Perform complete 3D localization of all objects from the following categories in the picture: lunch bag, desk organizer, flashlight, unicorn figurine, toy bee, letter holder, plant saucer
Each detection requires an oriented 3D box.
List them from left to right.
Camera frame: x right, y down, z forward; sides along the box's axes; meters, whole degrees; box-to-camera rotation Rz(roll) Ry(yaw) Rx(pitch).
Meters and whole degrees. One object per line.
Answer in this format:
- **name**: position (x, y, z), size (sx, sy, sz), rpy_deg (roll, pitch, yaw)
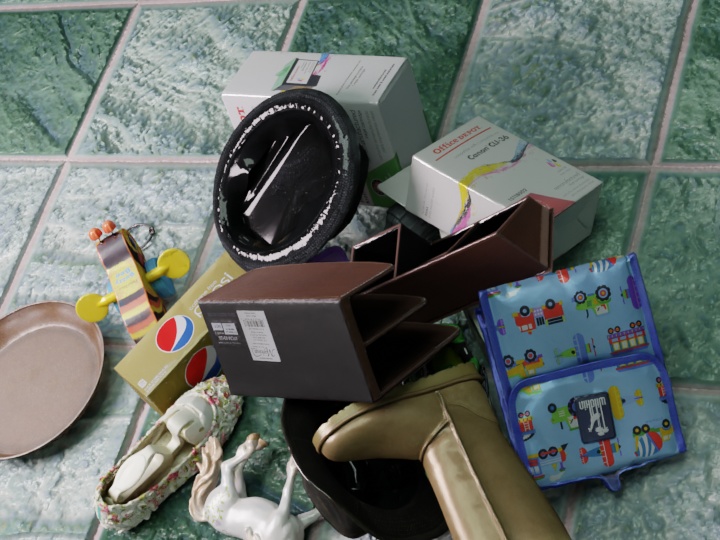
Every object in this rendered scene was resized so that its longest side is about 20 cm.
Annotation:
- **plant saucer**: position (-0.364, 0.125, 1.848), size (0.198, 0.032, 0.202), rpy_deg (-13, 53, 18)
- **toy bee**: position (-0.261, 0.004, 1.835), size (0.131, 0.109, 0.200), rpy_deg (-44, 49, -7)
- **unicorn figurine**: position (-0.091, 0.236, 1.614), size (0.199, 0.074, 0.138), rpy_deg (12, 70, 49)
- **letter holder**: position (-0.025, 0.042, 1.545), size (0.199, 0.102, 0.142), rpy_deg (-2, 24, 47)
- **flashlight**: position (0.000, 0.000, 1.729), size (0.200, 0.068, 0.068), rpy_deg (-46, 9, -5)
- **desk organizer**: position (0.083, -0.012, 1.586), size (0.199, 0.077, 0.072), rpy_deg (-25, 46, 39)
- **lunch bag**: position (0.201, 0.105, 1.531), size (0.149, 0.094, 0.202), rpy_deg (-14, 77, -1)

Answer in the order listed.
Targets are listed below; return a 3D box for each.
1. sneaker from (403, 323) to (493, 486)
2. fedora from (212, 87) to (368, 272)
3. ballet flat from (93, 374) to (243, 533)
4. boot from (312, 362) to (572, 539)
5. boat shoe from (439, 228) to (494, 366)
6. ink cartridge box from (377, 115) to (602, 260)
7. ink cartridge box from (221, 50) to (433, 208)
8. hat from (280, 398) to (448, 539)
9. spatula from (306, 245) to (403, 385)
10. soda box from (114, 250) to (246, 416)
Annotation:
- **sneaker**: position (0.090, 0.135, 1.564), size (0.077, 0.086, 0.201), rpy_deg (-8, 47, -19)
- **fedora**: position (-0.058, -0.085, 1.723), size (0.199, 0.091, 0.203), rpy_deg (-7, 79, 37)
- **ballet flat**: position (-0.194, 0.182, 1.699), size (0.075, 0.064, 0.200), rpy_deg (35, 76, 22)
- **boot**: position (0.072, 0.194, 1.464), size (0.174, 0.066, 0.201), rpy_deg (-22, 64, -7)
- **boat shoe**: position (0.136, 0.025, 1.655), size (0.071, 0.070, 0.202), rpy_deg (-21, 53, -3)
- **ink cartridge box**: position (0.126, -0.085, 1.681), size (0.199, 0.068, 0.116), rpy_deg (30, 42, 28)
- **ink cartridge box**: position (-0.032, -0.152, 1.799), size (0.198, 0.146, 0.084), rpy_deg (7, 45, 30)
- **hat**: position (-0.007, 0.192, 1.569), size (0.081, 0.199, 0.202), rpy_deg (-54, 40, 31)
- **spatula**: position (-0.002, 0.060, 1.655), size (0.056, 0.021, 0.201), rpy_deg (-29, 54, -4)
- **soda box**: position (-0.160, 0.062, 1.767), size (0.200, 0.068, 0.064), rpy_deg (-48, 50, -12)
